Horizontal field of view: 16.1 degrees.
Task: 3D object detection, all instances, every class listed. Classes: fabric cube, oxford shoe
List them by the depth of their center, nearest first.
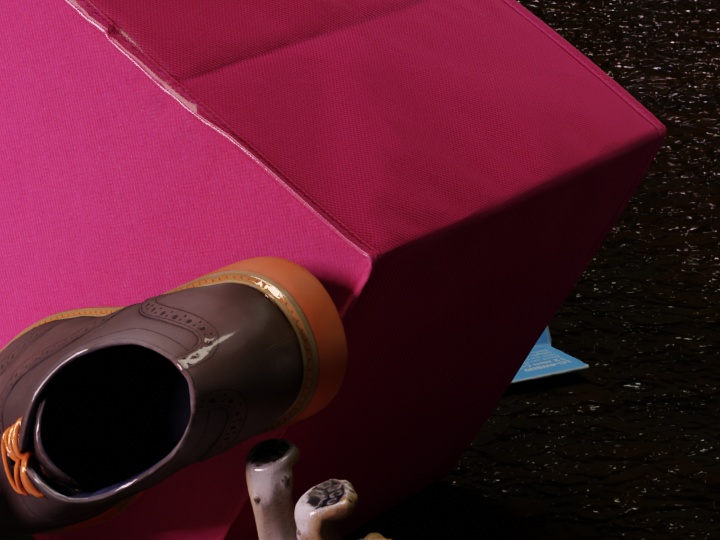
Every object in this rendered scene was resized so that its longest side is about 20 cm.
[{"bbox_3d":[-0.096,0.048,0.830,0.200,0.071,0.072,-29,-4,41],"label":"oxford shoe"},{"bbox_3d":[-0.048,-0.019,0.947,0.200,0.196,0.199,42,36,17],"label":"fabric cube"}]

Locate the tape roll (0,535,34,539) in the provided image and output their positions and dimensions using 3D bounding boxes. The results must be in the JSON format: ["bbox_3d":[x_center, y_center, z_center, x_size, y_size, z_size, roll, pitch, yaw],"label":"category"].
[{"bbox_3d":[-0.188,0.074,1.021,0.200,0.048,0.200,-2,19,1],"label":"tape roll"}]

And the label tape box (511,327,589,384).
[{"bbox_3d":[0.000,0.000,1.198,0.143,0.066,0.200,-9,19,-21],"label":"label tape box"}]

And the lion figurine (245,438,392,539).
[{"bbox_3d":[-0.034,0.135,0.780,0.200,0.123,0.072,-31,31,-27],"label":"lion figurine"}]
